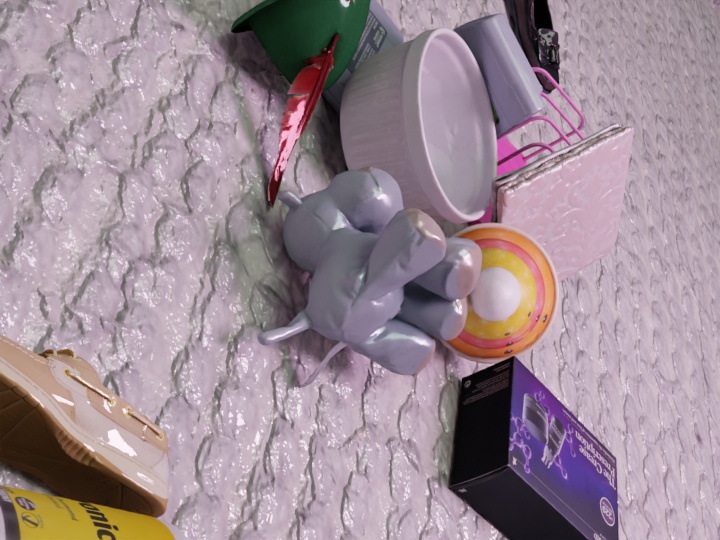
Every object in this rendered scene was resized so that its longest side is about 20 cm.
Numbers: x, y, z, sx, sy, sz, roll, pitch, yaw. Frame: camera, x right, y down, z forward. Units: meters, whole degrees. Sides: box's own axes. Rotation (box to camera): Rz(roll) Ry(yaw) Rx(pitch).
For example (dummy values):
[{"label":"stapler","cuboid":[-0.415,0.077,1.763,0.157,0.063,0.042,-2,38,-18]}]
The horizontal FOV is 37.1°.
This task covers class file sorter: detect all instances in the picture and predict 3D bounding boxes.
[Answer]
[{"label":"file sorter","cuboid":[0.214,-0.135,1.361,0.139,0.124,0.202,38,40,-32]}]

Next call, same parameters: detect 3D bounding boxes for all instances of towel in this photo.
[{"label":"towel","cuboid":[0.222,-0.057,1.220,0.198,0.193,0.032,-26,46,-24]}]

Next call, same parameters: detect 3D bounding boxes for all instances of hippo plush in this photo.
[{"label":"hippo plush","cuboid":[0.000,0.000,0.979,0.160,0.199,0.161,54,2,-45]}]

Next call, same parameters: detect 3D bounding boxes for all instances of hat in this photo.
[{"label":"hat","cuboid":[-0.027,-0.191,1.062,0.166,0.197,0.178,-72,138,-82]}]

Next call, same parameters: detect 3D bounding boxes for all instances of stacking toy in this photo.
[{"label":"stacking toy","cuboid":[0.127,0.025,1.051,0.148,0.145,0.200,63,7,3]}]

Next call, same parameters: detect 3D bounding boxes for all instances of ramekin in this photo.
[{"label":"ramekin","cuboid":[0.061,-0.146,1.137,0.199,0.104,0.204,20,66,-58]}]

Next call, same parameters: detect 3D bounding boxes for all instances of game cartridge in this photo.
[{"label":"game cartridge","cuboid":[-0.010,-0.252,1.220,0.134,0.041,0.201,52,34,-23]},{"label":"game cartridge","cuboid":[0.125,-0.209,1.244,0.040,0.200,0.135,-24,87,-28]}]

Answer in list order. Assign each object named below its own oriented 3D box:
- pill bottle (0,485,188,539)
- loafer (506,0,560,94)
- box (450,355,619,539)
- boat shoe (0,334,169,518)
[{"label":"pill bottle","cuboid":[-0.160,0.193,0.618,0.199,0.110,0.113,27,46,-43]},{"label":"loafer","cuboid":[0.281,-0.377,1.687,0.071,0.063,0.203,14,56,-49]},{"label":"box","cuboid":[0.186,0.210,1.120,0.200,0.078,0.142,43,40,-27]},{"label":"boat shoe","cuboid":[-0.197,0.088,0.687,0.200,0.073,0.070,49,31,-36]}]
